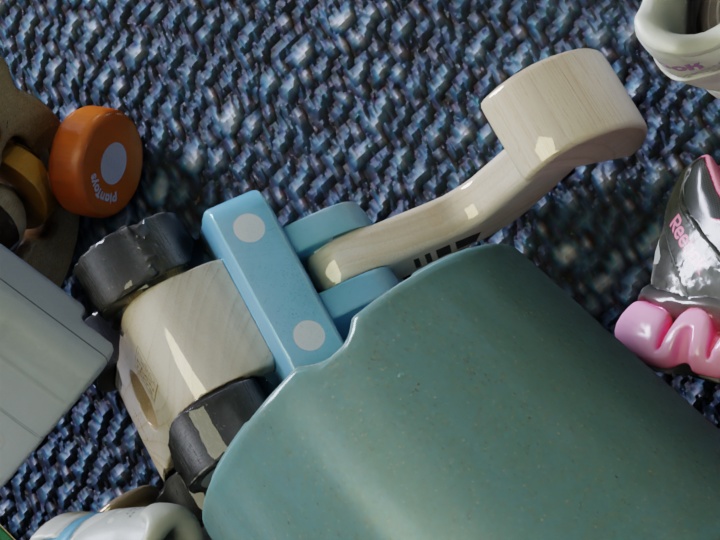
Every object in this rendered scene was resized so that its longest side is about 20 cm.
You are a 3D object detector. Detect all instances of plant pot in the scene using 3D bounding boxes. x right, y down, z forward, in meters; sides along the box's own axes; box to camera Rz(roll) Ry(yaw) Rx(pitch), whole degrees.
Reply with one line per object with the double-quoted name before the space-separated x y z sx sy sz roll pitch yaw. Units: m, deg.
"plant pot" 0.062 0.109 0.899 0.196 0.200 0.200 48 113 19

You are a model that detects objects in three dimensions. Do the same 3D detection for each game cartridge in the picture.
"game cartridge" -0.193 0.045 1.038 0.133 0.042 0.200 34 135 -9

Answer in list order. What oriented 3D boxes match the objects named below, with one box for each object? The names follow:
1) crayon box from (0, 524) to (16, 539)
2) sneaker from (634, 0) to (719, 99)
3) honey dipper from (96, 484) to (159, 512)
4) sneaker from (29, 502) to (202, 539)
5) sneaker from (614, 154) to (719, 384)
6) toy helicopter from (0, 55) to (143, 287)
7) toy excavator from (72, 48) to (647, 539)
"crayon box" -0.211 0.183 1.166 0.200 0.058 0.173 41 109 25
"sneaker" 0.160 -0.147 0.905 0.075 0.100 0.200 34 106 30
"honey dipper" -0.047 0.178 1.078 0.038 0.038 0.200 -42 73 25
"sneaker" -0.061 0.179 0.989 0.087 0.075 0.201 -23 88 44
"sneaker" 0.185 0.005 0.911 0.199 0.079 0.096 11 84 31
"toy helicopter" -0.179 -0.033 1.061 0.079 0.200 0.133 11 76 32
"toy excavator" 0.000 0.000 1.013 0.100 0.200 0.195 59 162 17
